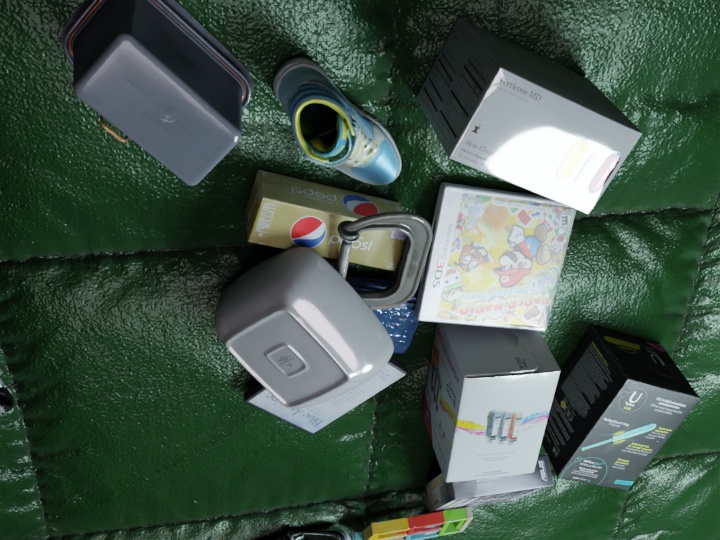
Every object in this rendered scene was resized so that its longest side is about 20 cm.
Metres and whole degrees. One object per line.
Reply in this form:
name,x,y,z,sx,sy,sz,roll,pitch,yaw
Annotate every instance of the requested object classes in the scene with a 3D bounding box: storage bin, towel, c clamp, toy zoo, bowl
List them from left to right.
storage bin,-0.214,-0.183,0.876,0.145,0.135,0.199,-40,123,16
bowl,-0.079,0.088,1.054,0.198,0.075,0.200,-28,113,36
towel,-0.014,0.061,1.149,0.196,0.049,0.113,7,123,-18
c clamp,0.000,0.000,1.038,0.167,0.027,0.202,5,137,-15
toy zoo,0.083,0.433,1.411,0.195,0.021,0.132,-8,154,-6

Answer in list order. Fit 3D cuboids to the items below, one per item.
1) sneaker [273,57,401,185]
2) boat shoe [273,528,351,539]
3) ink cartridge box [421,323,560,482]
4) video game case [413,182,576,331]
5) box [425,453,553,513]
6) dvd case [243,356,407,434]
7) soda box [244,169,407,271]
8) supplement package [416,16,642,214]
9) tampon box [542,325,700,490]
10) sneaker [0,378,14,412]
sneaker,-0.017,-0.140,0.956,0.079,0.131,0.199,-43,124,16
boat shoe,-0.113,0.466,1.393,0.195,0.075,0.069,-12,142,7
ink cartridge box,0.181,0.175,1.214,0.141,0.146,0.203,-2,124,-12
video game case,0.180,-0.014,1.127,0.196,0.023,0.186,5,107,-18
box,0.197,0.338,1.332,0.155,0.049,0.201,-5,159,-8
dvd case,-0.050,0.160,1.196,0.199,0.018,0.142,-36,132,27
soda box,-0.041,-0.061,1.044,0.196,0.068,0.065,12,123,-21
supplement package,0.187,-0.177,0.962,0.196,0.157,0.112,17,119,-23
tampon box,0.386,0.214,1.302,0.147,0.127,0.202,15,119,-23
sneaker,-0.515,0.203,1.113,0.113,0.076,0.203,-3,124,-14
